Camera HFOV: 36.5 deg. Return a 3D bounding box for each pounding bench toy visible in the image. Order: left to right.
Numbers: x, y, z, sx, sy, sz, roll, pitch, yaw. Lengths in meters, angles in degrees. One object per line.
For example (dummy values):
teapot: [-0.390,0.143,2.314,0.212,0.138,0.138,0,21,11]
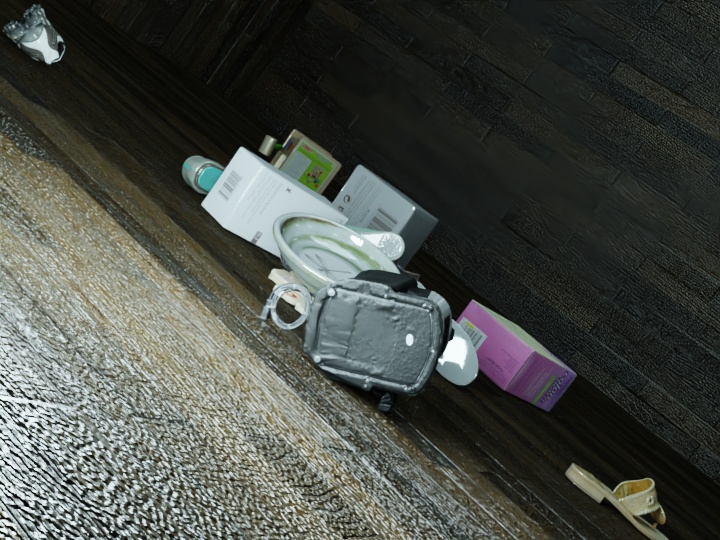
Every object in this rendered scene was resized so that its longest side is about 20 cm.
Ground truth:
pounding bench toy: [-0.175,-0.289,2.783,0.200,0.124,0.156,34,7,-20]

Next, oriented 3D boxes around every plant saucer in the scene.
plant saucer: [-0.038,-0.006,1.511,0.200,0.050,0.200,24,24,-12]

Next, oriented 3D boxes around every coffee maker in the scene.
coffee maker: [0.010,0.054,1.250,0.192,0.135,0.200,36,6,4]

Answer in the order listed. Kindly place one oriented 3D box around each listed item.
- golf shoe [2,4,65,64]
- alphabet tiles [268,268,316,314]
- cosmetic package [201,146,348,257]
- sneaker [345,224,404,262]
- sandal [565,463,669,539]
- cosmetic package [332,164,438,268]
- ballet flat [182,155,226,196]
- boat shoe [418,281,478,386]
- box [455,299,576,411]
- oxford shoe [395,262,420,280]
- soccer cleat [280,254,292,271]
golf shoe: [-0.546,-0.390,1.842,0.095,0.078,0.200,53,1,-24]
alphabet tiles: [-0.031,0.062,1.465,0.200,0.015,0.196,39,12,21]
cosmetic package: [-0.127,-0.089,1.660,0.200,0.113,0.081,27,10,-44]
sneaker: [-0.023,-0.039,1.913,0.200,0.074,0.118,9,-7,3]
sandal: [0.407,0.335,1.629,0.211,0.070,0.078,35,7,-13]
cosmetic package: [0.040,-0.103,2.397,0.166,0.168,0.200,38,6,18]
ballet flat: [-0.204,-0.130,1.754,0.200,0.067,0.064,30,2,-45]
boat shoe: [0.124,0.099,1.731,0.200,0.071,0.064,57,1,22]
box: [0.290,0.166,2.114,0.176,0.097,0.200,41,9,38]
oxford shoe: [0.028,-0.022,2.164,0.200,0.073,0.071,36,7,2]
soccer cleat: [-0.028,0.021,1.611,0.200,0.068,0.073,35,2,12]
